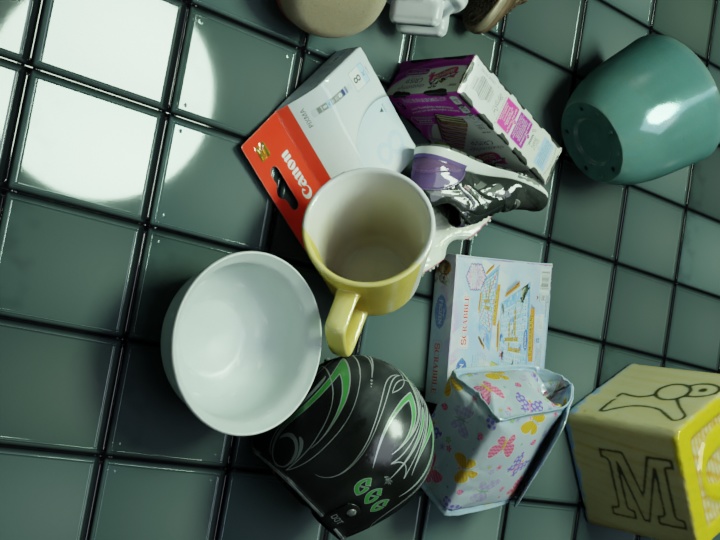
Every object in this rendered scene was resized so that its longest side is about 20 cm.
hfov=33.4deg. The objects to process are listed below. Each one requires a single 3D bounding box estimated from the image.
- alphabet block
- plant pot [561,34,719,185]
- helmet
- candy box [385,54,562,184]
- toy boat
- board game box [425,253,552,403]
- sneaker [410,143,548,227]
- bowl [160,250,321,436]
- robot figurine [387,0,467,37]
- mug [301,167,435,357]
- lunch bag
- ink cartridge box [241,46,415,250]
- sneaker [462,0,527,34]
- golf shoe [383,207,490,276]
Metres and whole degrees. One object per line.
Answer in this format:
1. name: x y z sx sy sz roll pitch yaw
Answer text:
1. alphabet block: 0.453 0.269 1.790 0.195 0.200 0.197 -29 111 -36
2. plant pot: 0.386 -0.214 1.718 0.161 0.200 0.201 -28 111 -23
3. helmet: -0.007 0.195 1.396 0.191 0.200 0.200 -44 121 -11
4. candy box: 0.144 -0.188 1.534 0.200 0.136 0.061 39 69 -35
5. toy boat: -0.028 -0.373 1.384 0.130 0.131 0.200 13 114 -26
6. board game box: 0.178 0.082 1.640 0.199 0.041 0.201 6 89 -42
7. sneaker: 0.145 -0.089 1.518 0.200 0.076 0.088 16 80 -26
8. bowl: -0.146 0.077 1.319 0.201 0.090 0.202 -2 93 -42
9. robot figurine: 0.085 -0.393 1.484 0.170 0.113 0.201 35 64 -77
10. mug: -0.001 -0.009 1.405 0.186 0.149 0.153 -38 160 -13
11. lunch bag: 0.185 0.217 1.564 0.200 0.127 0.170 0 124 -44
12. ink cartridge box: -0.032 -0.146 1.437 0.200 0.047 0.160 -49 123 -31
13. sneaker: 0.209 -0.385 1.625 0.076 0.070 0.200 44 65 -35
14. golf shoe: 0.101 -0.071 1.545 0.200 0.075 0.092 -39 113 -35
